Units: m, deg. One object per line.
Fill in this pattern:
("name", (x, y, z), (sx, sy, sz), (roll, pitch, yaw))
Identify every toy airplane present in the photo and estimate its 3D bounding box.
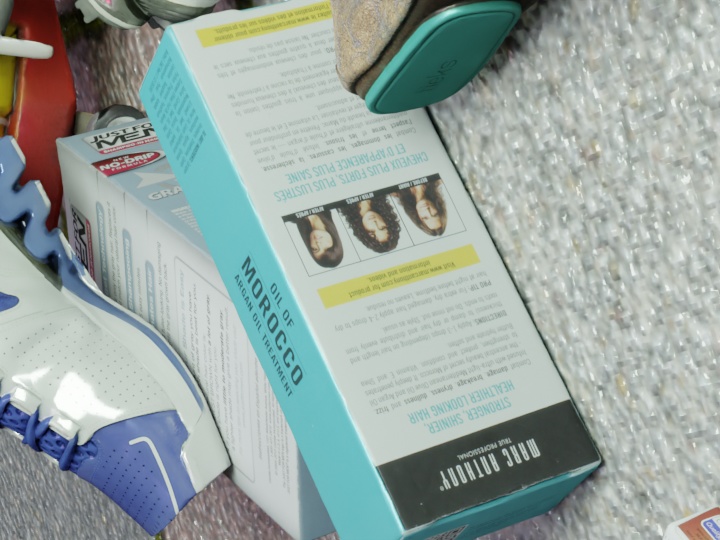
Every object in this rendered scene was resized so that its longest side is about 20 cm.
("toy airplane", (-0.187, -0.123, 0.984), (0.199, 0.141, 0.201), (54, 147, 34))

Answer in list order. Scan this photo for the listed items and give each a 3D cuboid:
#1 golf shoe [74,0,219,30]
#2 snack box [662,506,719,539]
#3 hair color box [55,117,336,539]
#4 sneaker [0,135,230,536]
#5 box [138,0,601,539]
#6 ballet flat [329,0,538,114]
("golf shoe", (-0.089, -0.194, 0.864), (0.088, 0.077, 0.201), (-29, 81, 41))
("snack box", (0.107, 0.173, 0.727), (0.072, 0.024, 0.201), (50, 143, 37))
("hair color box", (-0.053, 0.017, 0.898), (0.200, 0.060, 0.100), (35, 134, 49))
("sneaker", (-0.153, 0.037, 0.879), (0.200, 0.115, 0.081), (52, 152, 7))
("box", (0.000, 0.000, 0.772), (0.201, 0.082, 0.049), (65, 152, 18))
("ballet flat", (0.036, -0.109, 0.670), (0.200, 0.068, 0.068), (-32, 69, 59))
